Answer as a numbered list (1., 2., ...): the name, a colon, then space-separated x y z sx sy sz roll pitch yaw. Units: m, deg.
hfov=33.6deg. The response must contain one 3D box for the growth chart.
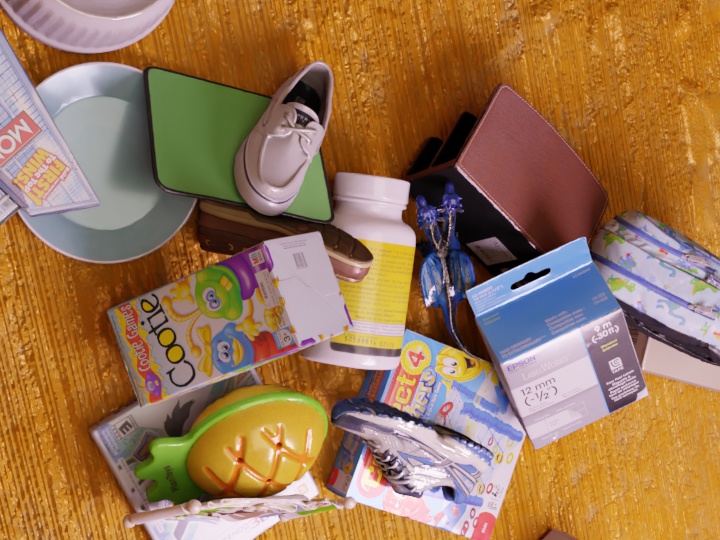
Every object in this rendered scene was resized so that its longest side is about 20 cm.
1. growth chart: -0.125 0.242 1.201 0.199 0.145 0.018 6 70 -34

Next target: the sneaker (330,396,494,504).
1. sneaker: 0.050 0.199 1.272 0.199 0.077 0.085 25 88 -24

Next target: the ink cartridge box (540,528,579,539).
1. ink cartridge box: 0.263 0.441 1.410 0.145 0.145 0.200 -40 109 -17

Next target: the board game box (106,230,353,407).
1. board game box: -0.126 0.048 1.151 0.105 0.199 0.103 -14 83 -60

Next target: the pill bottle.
1. pill bottle: 0.000 0.000 1.274 0.111 0.111 0.201 7 92 -25

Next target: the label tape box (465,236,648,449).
1. label tape box: 0.214 0.081 1.289 0.143 0.066 0.200 -25 125 1

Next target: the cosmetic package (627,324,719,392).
1. cosmetic package: 0.419 0.092 1.495 0.199 0.073 0.104 14 88 -24

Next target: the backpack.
1. backpack: 0.346 0.019 1.351 0.199 0.163 0.154 14 98 5

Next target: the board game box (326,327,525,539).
1. board game box: 0.087 0.187 1.358 0.195 0.056 0.201 22 85 -25

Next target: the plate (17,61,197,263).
1. plate: -0.256 -0.107 1.197 0.199 0.026 0.201 -2 94 -25

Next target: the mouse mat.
1. mouse mat: -0.122 -0.126 1.206 0.199 0.008 0.161 12 51 -31

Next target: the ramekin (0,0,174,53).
1. ramekin: -0.255 -0.311 1.138 0.199 0.105 0.201 -2 95 -24

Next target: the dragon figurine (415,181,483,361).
1. dragon figurine: 0.093 0.007 1.291 0.059 0.099 0.201 -8 92 2

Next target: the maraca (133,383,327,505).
1. maraca: -0.128 0.182 1.210 0.199 0.107 0.137 -20 134 -8

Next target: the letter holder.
1. letter holder: 0.169 -0.094 1.351 0.200 0.100 0.142 43 60 -21

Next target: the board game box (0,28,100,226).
1. board game box: -0.350 -0.100 1.111 0.200 0.062 0.200 -45 102 -9

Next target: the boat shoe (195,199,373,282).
1. boat shoe: -0.080 -0.024 1.216 0.072 0.199 0.068 -22 129 -64

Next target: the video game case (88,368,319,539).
1. video game case: -0.161 0.203 1.265 0.182 0.022 0.201 -32 106 -20

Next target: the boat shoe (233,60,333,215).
1. boat shoe: -0.068 -0.139 1.202 0.072 0.066 0.200 34 43 -11
